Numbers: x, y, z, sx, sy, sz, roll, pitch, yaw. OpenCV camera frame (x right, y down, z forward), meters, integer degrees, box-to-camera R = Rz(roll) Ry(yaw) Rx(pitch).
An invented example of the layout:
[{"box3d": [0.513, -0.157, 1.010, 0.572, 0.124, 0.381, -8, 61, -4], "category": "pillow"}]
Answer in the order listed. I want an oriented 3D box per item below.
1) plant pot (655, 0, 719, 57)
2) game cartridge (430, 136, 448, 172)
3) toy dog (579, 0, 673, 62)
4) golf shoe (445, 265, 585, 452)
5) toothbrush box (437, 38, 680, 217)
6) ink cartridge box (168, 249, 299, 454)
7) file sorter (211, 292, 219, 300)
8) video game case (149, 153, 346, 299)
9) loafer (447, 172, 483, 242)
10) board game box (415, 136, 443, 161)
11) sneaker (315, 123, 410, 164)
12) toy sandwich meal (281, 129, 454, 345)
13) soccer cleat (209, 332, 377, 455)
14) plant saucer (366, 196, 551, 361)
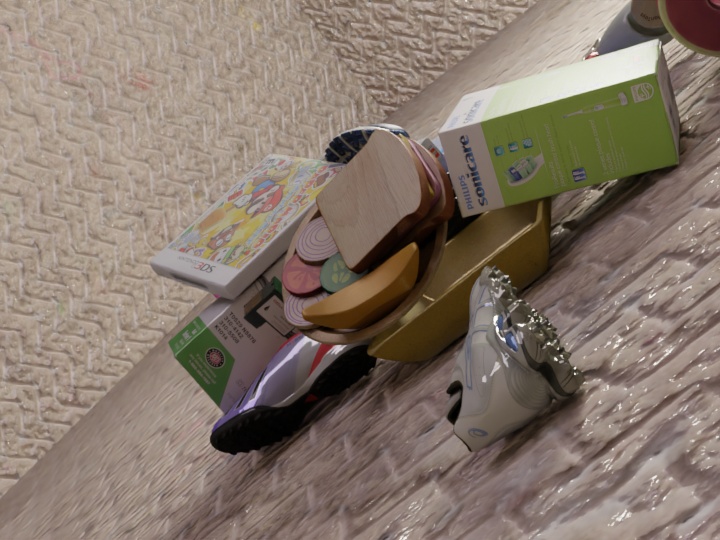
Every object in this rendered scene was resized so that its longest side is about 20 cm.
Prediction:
[{"box3d": [0.357, -0.309, 1.246, 0.199, 0.199, 0.180, -34, 26, 39], "category": "plant pot"}, {"box3d": [0.063, -0.097, 1.550, 0.200, 0.041, 0.133, -49, 17, -22], "category": "game cartridge"}, {"box3d": [0.318, -0.246, 1.480, 0.132, 0.096, 0.200, -51, -2, -40], "category": "toy dog"}, {"box3d": [0.088, 0.060, 0.895, 0.097, 0.078, 0.200, -46, 6, 10], "category": "golf shoe"}, {"box3d": [0.184, -0.131, 1.173, 0.198, 0.087, 0.146, -13, 17, 18], "category": "toothbrush box"}, {"box3d": [-0.083, 0.070, 1.380, 0.200, 0.146, 0.084, -42, 12, -6], "category": "ink cartridge box"}, {"box3d": [-0.104, 0.015, 1.549, 0.139, 0.125, 0.201, -43, -24, -22], "category": "file sorter"}, {"box3d": [-0.118, -0.054, 1.410, 0.200, 0.023, 0.181, -44, 30, -21], "category": "video game case"}, {"box3d": [0.142, -0.083, 1.346, 0.199, 0.068, 0.071, -24, -35, -33], "category": "loafer"}, {"box3d": [0.008, -0.087, 1.530, 0.126, 0.035, 0.200, -49, 14, -21], "category": "board game box"}, {"box3d": [0.000, -0.133, 1.461, 0.085, 0.077, 0.199, -47, 14, -32], "category": "sneaker"}, {"box3d": [-0.003, -0.029, 1.174, 0.203, 0.070, 0.207, -20, 53, 28], "category": "toy sandwich meal"}, {"box3d": [-0.074, 0.113, 1.310, 0.199, 0.068, 0.074, -36, 52, 12], "category": "soccer cleat"}, {"box3d": [0.107, 0.003, 1.198, 0.199, 0.049, 0.200, -39, 8, 19], "category": "plant saucer"}]
